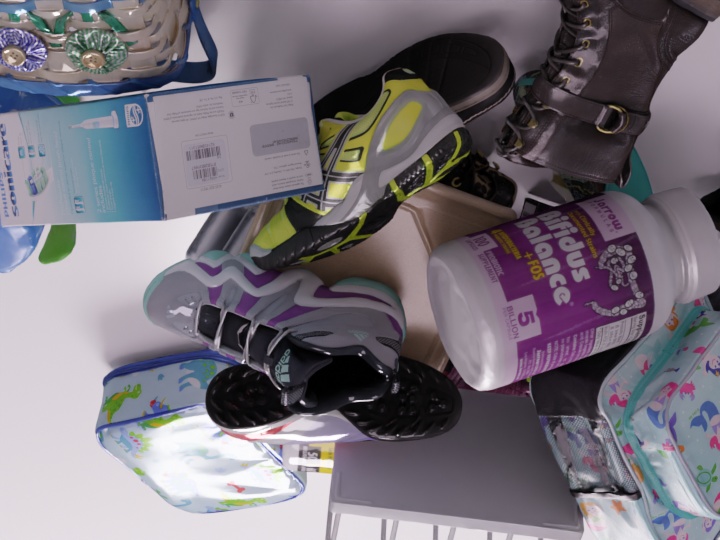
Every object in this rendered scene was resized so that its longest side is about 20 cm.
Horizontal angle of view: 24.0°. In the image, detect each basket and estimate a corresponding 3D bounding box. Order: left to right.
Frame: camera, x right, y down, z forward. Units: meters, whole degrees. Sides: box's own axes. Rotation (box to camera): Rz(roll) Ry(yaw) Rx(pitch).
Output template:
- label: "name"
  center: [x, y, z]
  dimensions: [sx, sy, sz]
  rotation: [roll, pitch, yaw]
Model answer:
- label: "basket"
  center: [-0.192, -0.179, 1.124]
  dimensions: [0.175, 0.140, 0.200]
  rotation: [2, 164, 3]

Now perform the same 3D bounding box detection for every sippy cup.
- label: "sippy cup"
  center: [-0.284, -0.074, 1.282]
  dimensions: [0.177, 0.131, 0.140]
  rotation: [19, 143, -21]

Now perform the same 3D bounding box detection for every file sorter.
- label: "file sorter"
  center: [0.072, 0.188, 1.395]
  dimensions: [0.198, 0.139, 0.125]
  rotation: [7, 132, -2]

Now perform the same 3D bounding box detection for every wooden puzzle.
- label: "wooden puzzle"
  center: [0.000, 0.000, 1.297]
  dimensions: [0.184, 0.037, 0.201]
  rotation: [19, 121, -10]

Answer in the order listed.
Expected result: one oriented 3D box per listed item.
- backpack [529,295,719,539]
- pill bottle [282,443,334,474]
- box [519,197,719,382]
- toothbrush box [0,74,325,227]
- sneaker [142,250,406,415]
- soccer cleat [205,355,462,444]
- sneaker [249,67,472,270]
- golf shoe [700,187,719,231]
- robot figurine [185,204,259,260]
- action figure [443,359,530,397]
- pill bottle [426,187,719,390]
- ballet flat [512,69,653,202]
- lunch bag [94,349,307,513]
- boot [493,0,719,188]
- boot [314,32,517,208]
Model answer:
- label: "backpack"
  center: [0.239, 0.123, 1.318]
  dimensions: [0.150, 0.177, 0.201]
  rotation: [8, 129, 42]
- label: "pill bottle"
  center: [0.029, 0.136, 1.562]
  dimensions: [0.198, 0.112, 0.112]
  rotation: [4, 145, -1]
- label: "box"
  center: [0.206, 0.037, 1.395]
  dimensions: [0.199, 0.144, 0.036]
  rotation: [16, -174, -19]
- label: "toothbrush box"
  center: [-0.146, -0.083, 1.186]
  dimensions: [0.146, 0.086, 0.199]
  rotation: [-14, -170, -43]
- label: "sneaker"
  center: [-0.064, 0.054, 1.227]
  dimensions: [0.198, 0.140, 0.078]
  rotation: [4, 122, -2]
- label: "soccer cleat"
  center: [-0.019, 0.105, 1.320]
  dimensions: [0.198, 0.069, 0.073]
  rotation: [-1, 161, 7]
- label: "sneaker"
  center: [-0.008, -0.067, 1.203]
  dimensions: [0.200, 0.077, 0.075]
  rotation: [-36, 168, 30]
- label: "golf shoe"
  center: [0.327, -0.076, 1.268]
  dimensions: [0.094, 0.078, 0.200]
  rotation: [14, 142, -13]
- label: "robot figurine"
  center: [-0.056, 0.021, 1.405]
  dimensions: [0.169, 0.113, 0.200]
  rotation: [25, 166, 47]
- label: "action figure"
  center: [0.118, 0.109, 1.457]
  dimensions: [0.199, 0.135, 0.149]
  rotation: [20, 172, -26]
- label: "pill bottle"
  center: [0.158, 0.006, 1.234]
  dimensions: [0.199, 0.113, 0.113]
  rotation: [-18, 147, -14]
- label: "ballet flat"
  center: [0.169, -0.087, 1.289]
  dimensions: [0.074, 0.075, 0.200]
  rotation: [-11, 140, 20]
- label: "lunch bag"
  center: [-0.145, 0.158, 1.633]
  dimensions: [0.160, 0.083, 0.200]
  rotation: [-14, 141, 24]
- label: "boot"
  center: [0.142, -0.146, 1.138]
  dimensions: [0.199, 0.069, 0.175]
  rotation: [22, 115, -26]
- label: "boot"
  center: [0.065, -0.093, 1.270]
  dimensions: [0.199, 0.074, 0.150]
  rotation: [-22, 136, 37]
